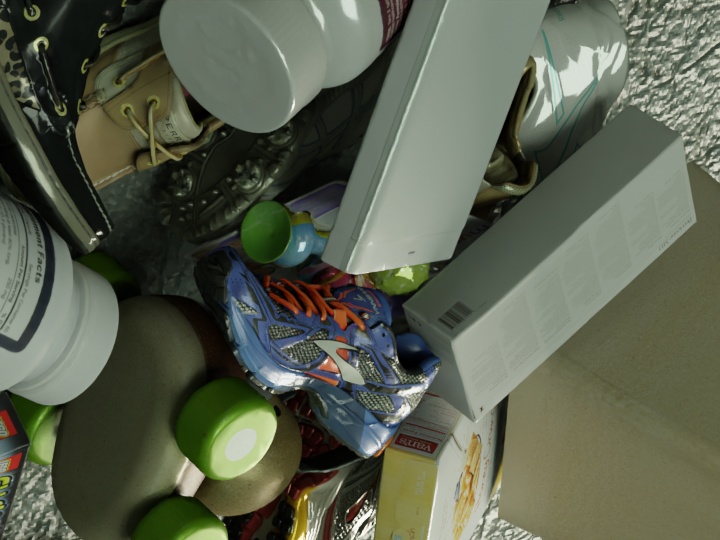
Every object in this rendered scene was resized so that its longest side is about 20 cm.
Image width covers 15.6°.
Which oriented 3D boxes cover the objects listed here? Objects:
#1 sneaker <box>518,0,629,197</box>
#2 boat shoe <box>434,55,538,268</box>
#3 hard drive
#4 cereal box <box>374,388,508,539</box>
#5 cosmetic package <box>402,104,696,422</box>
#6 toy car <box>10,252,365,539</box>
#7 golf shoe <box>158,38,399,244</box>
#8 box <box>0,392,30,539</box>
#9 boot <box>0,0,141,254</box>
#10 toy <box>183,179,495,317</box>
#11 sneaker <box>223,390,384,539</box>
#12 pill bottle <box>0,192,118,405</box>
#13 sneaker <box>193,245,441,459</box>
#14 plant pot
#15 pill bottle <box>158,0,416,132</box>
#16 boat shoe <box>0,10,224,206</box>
[{"bbox_3d":[0.119,-0.077,1.665,0.080,0.070,0.202,-12,120,-21],"label":"sneaker"},{"bbox_3d":[0.071,-0.065,1.601,0.072,0.076,0.201,-43,153,-31],"label":"boat shoe"},{"bbox_3d":[0.049,-0.098,1.456,0.132,0.026,0.201,-10,124,-61],"label":"hard drive"},{"bbox_3d":[0.057,0.122,1.685,0.200,0.039,0.145,-57,157,-53],"label":"cereal box"},{"bbox_3d":[0.117,-0.006,1.597,0.200,0.051,0.083,-41,140,-20],"label":"cosmetic package"},{"bbox_3d":[-0.081,0.087,1.572,0.199,0.164,0.159,-1,122,-46],"label":"toy car"},{"bbox_3d":[-0.029,-0.084,1.544,0.200,0.078,0.097,-47,141,3],"label":"golf shoe"},{"bbox_3d":[-0.254,0.141,1.496,0.109,0.035,0.200,-21,161,-22],"label":"box"},{"bbox_3d":[-0.141,-0.127,1.404,0.153,0.073,0.204,-33,112,-16],"label":"boot"},{"bbox_3d":[0.000,0.000,1.565,0.115,0.048,0.200,-26,155,28],"label":"toy"},{"bbox_3d":[-0.017,0.124,1.704,0.082,0.078,0.201,5,126,-42],"label":"sneaker"},{"bbox_3d":[-0.228,0.003,1.432,0.200,0.111,0.111,31,100,-44],"label":"pill bottle"},{"bbox_3d":[-0.025,0.032,1.501,0.078,0.075,0.200,-42,141,8],"label":"sneaker"},{"bbox_3d":[0.222,0.090,1.705,0.200,0.177,0.201,-44,153,-29],"label":"plant pot"},{"bbox_3d":[-0.014,-0.169,1.423,0.200,0.109,0.110,-46,141,-34],"label":"pill bottle"},{"bbox_3d":[-0.112,-0.098,1.475,0.200,0.066,0.074,-39,135,-7],"label":"boat shoe"}]
